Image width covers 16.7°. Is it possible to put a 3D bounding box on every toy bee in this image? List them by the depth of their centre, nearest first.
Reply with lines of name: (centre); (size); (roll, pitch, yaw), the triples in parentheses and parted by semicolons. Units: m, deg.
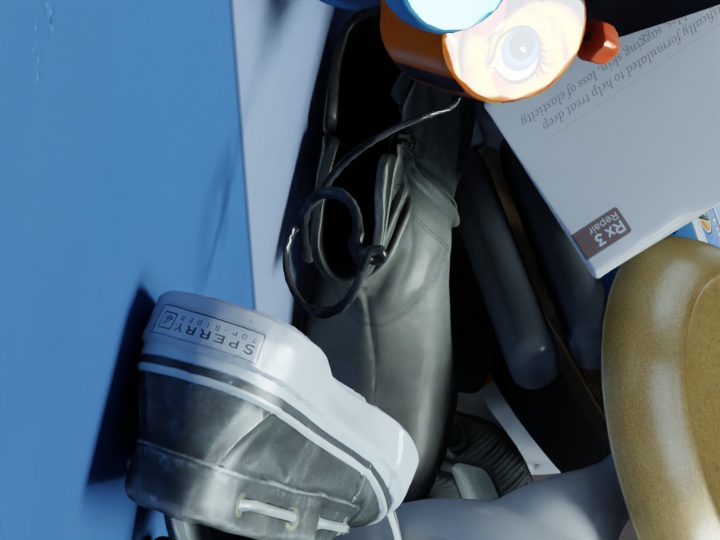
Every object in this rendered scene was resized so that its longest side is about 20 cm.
toy bee: (0.031, -0.098, 0.772); (0.131, 0.109, 0.200); (48, -49, 40)

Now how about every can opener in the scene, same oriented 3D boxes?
can opener: (0.057, -0.046, 1.036); (0.067, 0.053, 0.200); (74, -2, -52)

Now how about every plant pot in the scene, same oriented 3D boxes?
plant pot: (0.165, 0.077, 1.022); (0.200, 0.027, 0.200); (32, 48, -44)

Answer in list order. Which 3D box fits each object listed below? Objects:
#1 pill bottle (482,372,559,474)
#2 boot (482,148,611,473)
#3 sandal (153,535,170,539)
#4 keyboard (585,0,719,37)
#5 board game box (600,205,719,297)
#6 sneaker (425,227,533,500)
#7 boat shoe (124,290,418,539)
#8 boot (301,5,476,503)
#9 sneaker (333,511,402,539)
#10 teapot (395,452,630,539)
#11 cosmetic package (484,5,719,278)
pill bottle: (0.086, -0.008, 1.237); (0.112, 0.112, 0.200); (93, -13, -59)
boot: (0.087, 0.011, 1.123); (0.200, 0.075, 0.074); (62, -25, 17)
sandal: (-0.066, 0.166, 0.726); (0.075, 0.048, 0.201); (96, 9, -51)
keyboard: (0.049, -0.121, 0.829); (0.200, 0.040, 0.104); (-11, -81, 65)
board game box: (0.166, 0.007, 1.174); (0.196, 0.056, 0.200); (-14, 84, -69)
sneaker: (0.009, 0.039, 1.130); (0.115, 0.076, 0.201); (29, -40, 55)
boat shoe: (-0.036, 0.061, 0.752); (0.071, 0.072, 0.200); (-68, 161, -10)
boot: (0.000, 0.000, 0.962); (0.131, 0.068, 0.200); (-1, 96, -79)
sneaker: (-0.032, 0.166, 0.898); (0.079, 0.078, 0.200); (93, 12, -87)
teapot: (0.055, 0.187, 0.993); (0.146, 0.200, 0.198); (5, 59, -56)
cosmetic package: (0.125, -0.066, 0.956); (0.113, 0.081, 0.200); (-33, 177, 11)
